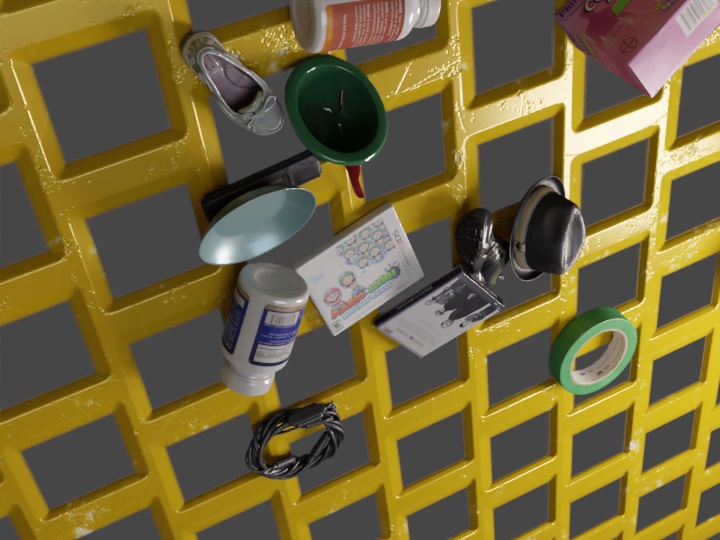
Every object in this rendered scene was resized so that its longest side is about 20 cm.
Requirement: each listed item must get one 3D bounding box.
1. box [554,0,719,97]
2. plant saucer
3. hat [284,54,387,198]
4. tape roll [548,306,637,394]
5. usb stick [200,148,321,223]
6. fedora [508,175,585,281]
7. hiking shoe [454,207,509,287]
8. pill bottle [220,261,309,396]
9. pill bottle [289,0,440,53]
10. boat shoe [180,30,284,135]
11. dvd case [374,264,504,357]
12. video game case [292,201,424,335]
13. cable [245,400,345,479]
[{"bbox_3d":[0.444,-0.406,1.589,0.176,0.200,0.096,-47,132,8],"label":"box"},{"bbox_3d":[-0.164,-0.079,1.539,0.199,0.039,0.201,-26,160,-10],"label":"plant saucer"},{"bbox_3d":[-0.063,-0.203,1.543,0.165,0.201,0.176,-25,177,-30],"label":"hat"},{"bbox_3d":[0.499,0.173,2.147,0.199,0.048,0.202,-16,129,-21],"label":"tape roll"},{"bbox_3d":[-0.151,-0.131,1.548,0.199,0.033,0.056,-26,140,-13],"label":"usb stick"},{"bbox_3d":[0.353,-0.066,1.819,0.200,0.091,0.203,-28,129,-40],"label":"fedora"},{"bbox_3d":[0.228,-0.045,1.820,0.100,0.076,0.201,-27,142,-23],"label":"hiking shoe"},{"bbox_3d":[-0.165,0.100,1.647,0.119,0.120,0.202,2,121,-32],"label":"pill bottle"},{"bbox_3d":[0.008,-0.375,1.411,0.198,0.112,0.113,-13,128,-22],"label":"pill bottle"},{"bbox_3d":[-0.174,-0.256,1.420,0.074,0.065,0.202,-41,133,2],"label":"boat shoe"},{"bbox_3d":[0.146,0.079,1.840,0.199,0.025,0.150,-33,136,22],"label":"dvd case"},{"bbox_3d":[0.000,0.000,1.739,0.199,0.024,0.183,-33,133,-6],"label":"video game case"},{"bbox_3d":[-0.126,0.327,1.891,0.198,0.051,0.164,-23,136,-18],"label":"cable"}]
